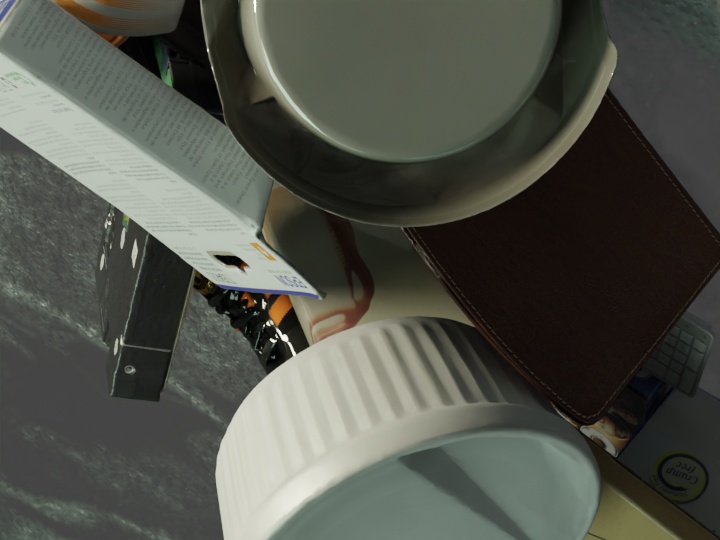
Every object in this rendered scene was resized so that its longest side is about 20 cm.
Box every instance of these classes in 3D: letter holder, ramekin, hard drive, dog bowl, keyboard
[{"bbox_3d":[0.069,-0.030,1.246,0.200,0.142,0.100,49,155,-20],"label":"letter holder"},{"bbox_3d":[0.017,0.110,1.256,0.203,0.201,0.095,76,173,-53],"label":"ramekin"},{"bbox_3d":[-0.119,-0.043,1.436,0.038,0.140,0.201,6,120,-15],"label":"hard drive"},{"bbox_3d":[0.019,-0.124,1.111,0.200,0.200,0.059,46,-178,-12],"label":"dog bowl"},{"bbox_3d":[0.113,0.003,1.385,0.199,0.011,0.057,33,136,19],"label":"keyboard"}]

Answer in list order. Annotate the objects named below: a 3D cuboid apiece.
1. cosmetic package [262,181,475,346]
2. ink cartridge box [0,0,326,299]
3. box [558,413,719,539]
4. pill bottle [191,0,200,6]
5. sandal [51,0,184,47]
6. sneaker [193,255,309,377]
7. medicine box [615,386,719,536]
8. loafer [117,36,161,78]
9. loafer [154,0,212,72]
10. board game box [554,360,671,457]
[{"bbox_3d":[0.000,0.000,1.358,0.104,0.087,0.201,74,173,-52],"label":"cosmetic package"},{"bbox_3d":[-0.112,-0.061,1.197,0.200,0.041,0.199,37,170,-16],"label":"ink cartridge box"},{"bbox_3d":[0.159,0.174,1.360,0.199,0.021,0.164,37,152,12],"label":"box"},{"bbox_3d":[-0.067,-0.191,1.211,0.199,0.113,0.113,36,156,11],"label":"pill bottle"},{"bbox_3d":[-0.119,-0.133,1.153,0.079,0.060,0.207,14,155,-13],"label":"sandal"},{"bbox_3d":[-0.063,0.020,1.455,0.089,0.201,0.070,6,139,-23],"label":"sneaker"},{"bbox_3d":[0.233,0.189,1.430,0.181,0.103,0.201,31,154,22],"label":"medicine box"},{"bbox_3d":[-0.164,-0.142,1.296,0.073,0.072,0.201,-83,-31,-71],"label":"loafer"},{"bbox_3d":[-0.127,-0.190,1.377,0.200,0.071,0.073,39,-173,16],"label":"loafer"},{"bbox_3d":[0.123,0.078,1.490,0.135,0.035,0.200,32,155,19],"label":"board game box"}]
